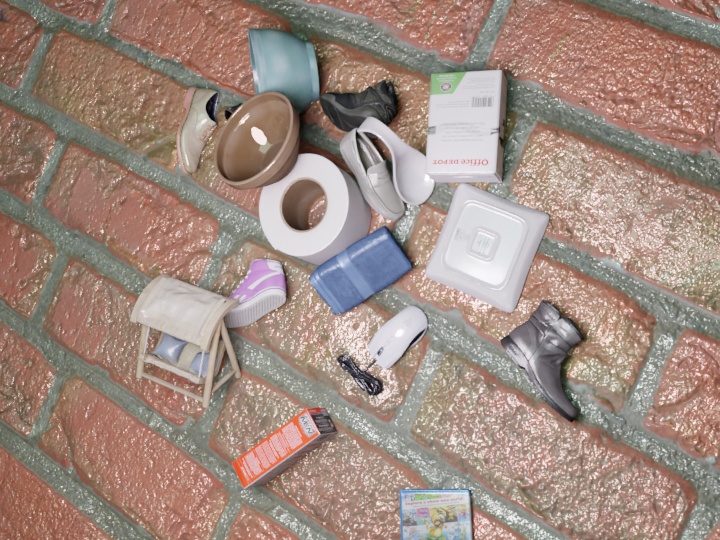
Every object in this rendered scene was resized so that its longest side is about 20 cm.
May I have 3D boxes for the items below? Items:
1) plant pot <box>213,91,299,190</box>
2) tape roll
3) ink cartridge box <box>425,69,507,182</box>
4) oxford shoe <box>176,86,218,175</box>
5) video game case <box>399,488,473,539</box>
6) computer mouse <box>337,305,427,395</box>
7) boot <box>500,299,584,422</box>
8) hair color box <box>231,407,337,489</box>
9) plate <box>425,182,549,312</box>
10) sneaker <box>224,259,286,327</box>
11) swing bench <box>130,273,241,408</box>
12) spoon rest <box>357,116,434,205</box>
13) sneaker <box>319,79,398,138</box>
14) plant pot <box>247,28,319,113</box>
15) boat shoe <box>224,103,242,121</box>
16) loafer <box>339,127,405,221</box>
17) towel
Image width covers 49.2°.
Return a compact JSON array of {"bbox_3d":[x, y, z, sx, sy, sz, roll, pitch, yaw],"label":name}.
[{"bbox_3d":[-0.184,-0.238,1.538,0.197,0.092,0.206,-17,58,29],"label":"plant pot"},{"bbox_3d":[-0.090,-0.120,1.603,0.197,0.139,0.209,-3,82,21],"label":"tape roll"},{"bbox_3d":[0.208,-0.278,1.540,0.142,0.084,0.206,3,84,21],"label":"ink cartridge box"},{"bbox_3d":[-0.364,-0.316,1.772,0.072,0.071,0.206,4,84,18],"label":"oxford shoe"},{"bbox_3d":[0.145,0.521,1.492,0.139,0.018,0.206,-5,81,21],"label":"video game case"},{"bbox_3d":[0.050,0.150,1.564,0.200,0.044,0.110,-47,69,9],"label":"computer mouse"},{"bbox_3d":[0.360,0.162,1.435,0.131,0.070,0.201,-39,76,6],"label":"boot"},{"bbox_3d":[-0.151,0.356,1.583,0.198,0.101,0.062,-36,72,11],"label":"hair color box"},{"bbox_3d":[0.240,-0.049,1.526,0.196,0.032,0.204,23,92,22],"label":"plate"},{"bbox_3d":[-0.240,0.045,1.686,0.197,0.072,0.117,-23,56,22],"label":"sneaker"},{"bbox_3d":[-0.362,0.140,1.634,0.194,0.130,0.205,16,121,23],"label":"swing bench"},{"bbox_3d":[0.077,-0.215,1.545,0.100,0.200,0.060,-51,24,-16],"label":"spoon rest"},{"bbox_3d":[0.005,-0.344,1.638,0.114,0.077,0.197,-42,41,-23],"label":"sneaker"},{"bbox_3d":[-0.158,-0.412,1.656,0.130,0.201,0.206,-10,78,-8],"label":"plant pot"},{"bbox_3d":[-0.236,-0.274,1.707,0.062,0.074,0.204,-18,67,-24],"label":"boat shoe"},{"bbox_3d":[0.028,-0.193,1.586,0.069,0.070,0.202,-33,86,-31],"label":"loafer"},{"bbox_3d":[0.000,0.000,1.579,0.197,0.049,0.113,-31,111,17],"label":"towel"}]
